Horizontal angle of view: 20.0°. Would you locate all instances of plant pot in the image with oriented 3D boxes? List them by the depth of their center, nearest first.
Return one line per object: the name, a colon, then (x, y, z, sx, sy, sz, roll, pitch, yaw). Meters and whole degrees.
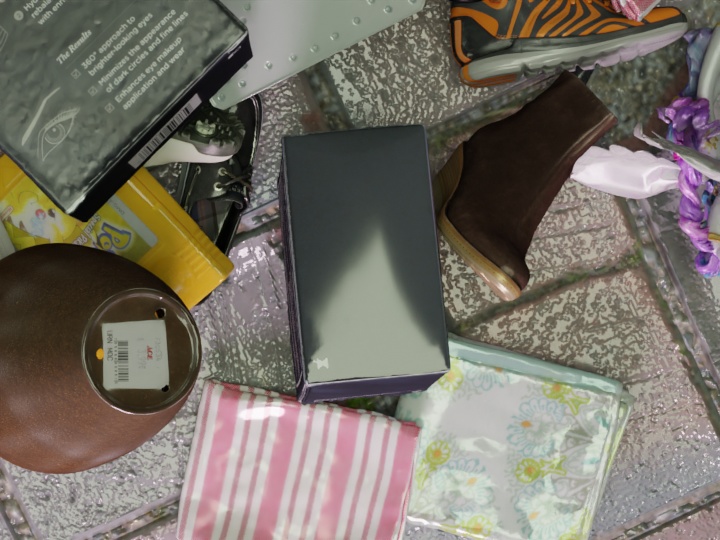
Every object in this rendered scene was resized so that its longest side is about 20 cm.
plant pot: (-0.201, 0.065, 1.561, 0.187, 0.200, 0.187, 2, 86, -25)

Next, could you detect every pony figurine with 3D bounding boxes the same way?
pony figurine: (0.290, -0.102, 1.724, 0.193, 0.166, 0.200, 27, 77, -20)

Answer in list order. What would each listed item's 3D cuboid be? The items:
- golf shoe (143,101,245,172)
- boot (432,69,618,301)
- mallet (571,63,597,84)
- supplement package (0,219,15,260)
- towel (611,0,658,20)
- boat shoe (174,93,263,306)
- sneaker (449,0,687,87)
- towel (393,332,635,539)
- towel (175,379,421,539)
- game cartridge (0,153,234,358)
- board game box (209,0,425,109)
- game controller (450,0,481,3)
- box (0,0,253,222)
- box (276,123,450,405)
golf shoe: (-0.184, -0.108, 1.702, 0.200, 0.077, 0.088, 11, 118, 25)
boot: (0.138, -0.075, 1.650, 0.166, 0.200, 0.072, -40, 120, 8)
mallet: (0.164, -0.104, 1.765, 0.066, 0.041, 0.200, 37, 89, -8)
supplement package: (-0.337, 0.052, 1.689, 0.109, 0.114, 0.200, -19, 98, 34)
towel: (0.231, -0.321, 1.644, 0.146, 0.030, 0.200, -39, 120, -15)
boat shoe: (-0.122, -0.063, 1.720, 0.070, 0.066, 0.200, 19, 98, -39)
sneaker: (0.172, -0.227, 1.721, 0.200, 0.078, 0.112, -10, 84, -3)
towel: (0.124, 0.155, 1.783, 0.200, 0.048, 0.171, 16, 94, -5)
towel: (-0.055, 0.183, 1.763, 0.200, 0.030, 0.147, 11, 95, 8)
game cartridge: (-0.228, -0.025, 1.701, 0.200, 0.032, 0.176, 47, 124, -4)
board game box: (-0.075, -0.259, 1.636, 0.200, 0.026, 0.200, -25, 100, 17)
game controller: (0.125, -0.273, 1.680, 0.200, 0.042, 0.104, -27, 54, -29)
box: (-0.220, -0.176, 1.579, 0.197, 0.117, 0.200, -45, 89, -2)
box: (0.000, 0.000, 1.661, 0.123, 0.198, 0.200, -5, 83, -3)
